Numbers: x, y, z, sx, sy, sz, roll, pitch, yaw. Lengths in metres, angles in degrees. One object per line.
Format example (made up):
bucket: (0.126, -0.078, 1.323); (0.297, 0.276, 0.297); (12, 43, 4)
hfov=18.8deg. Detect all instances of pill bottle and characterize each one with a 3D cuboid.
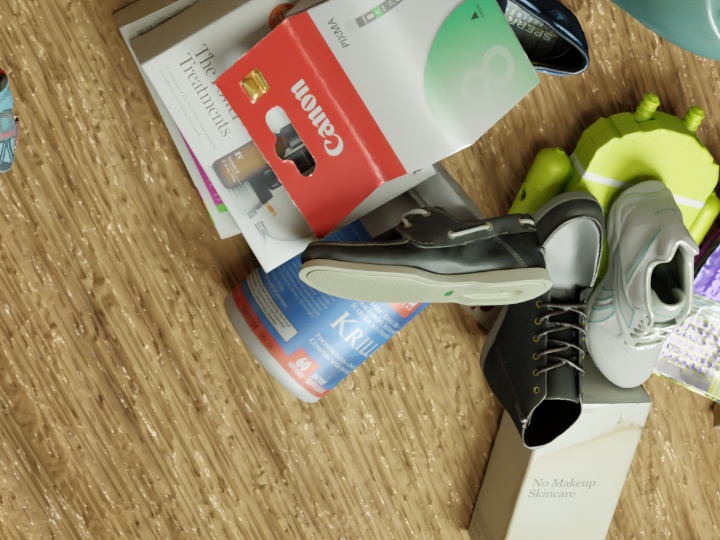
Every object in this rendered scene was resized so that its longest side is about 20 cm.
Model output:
pill bottle: (0.000, 0.000, 1.695); (0.200, 0.112, 0.112); (-41, 126, 8)

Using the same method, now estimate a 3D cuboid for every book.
book: (-0.085, -0.132, 1.620); (0.133, 0.048, 0.201); (-25, 125, -3)

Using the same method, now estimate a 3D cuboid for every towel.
towel: (0.335, 0.031, 1.835); (0.143, 0.023, 0.200); (27, 118, -14)

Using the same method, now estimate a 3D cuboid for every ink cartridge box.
ink cartridge box: (0.016, -0.137, 1.540); (0.200, 0.050, 0.161); (-44, 124, -15)

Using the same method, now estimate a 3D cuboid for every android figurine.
android figurine: (0.214, -0.054, 1.778); (0.181, 0.041, 0.201); (11, 120, -26)

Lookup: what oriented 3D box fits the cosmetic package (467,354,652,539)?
cosmetic package: (0.172, 0.174, 1.894); (0.103, 0.073, 0.201); (0, 124, -20)

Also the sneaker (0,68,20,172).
sneaker: (-0.335, -0.073, 1.539); (0.199, 0.079, 0.096); (-19, 128, -9)

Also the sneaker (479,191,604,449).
sneaker: (0.162, 0.041, 1.738); (0.074, 0.106, 0.201); (3, 125, -21)

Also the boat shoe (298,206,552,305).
boat shoe: (0.045, -0.013, 1.611); (0.199, 0.068, 0.072); (0, 163, -23)

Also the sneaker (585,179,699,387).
sneaker: (0.230, 0.028, 1.769); (0.070, 0.080, 0.201); (-12, 132, -17)

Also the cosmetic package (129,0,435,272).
cosmetic package: (-0.054, -0.118, 1.585); (0.150, 0.052, 0.201); (-31, 122, -1)

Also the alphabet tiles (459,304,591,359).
alphabet tiles: (0.202, 0.024, 1.855); (0.167, 0.008, 0.200); (-43, 127, 8)

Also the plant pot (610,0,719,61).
plant pot: (0.278, -0.247, 1.613); (0.199, 0.161, 0.202); (-10, 125, -14)

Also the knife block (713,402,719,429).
knife block: (0.408, 0.103, 1.881); (0.064, 0.176, 0.201); (16, 115, -28)

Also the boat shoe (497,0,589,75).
boat shoe: (0.092, -0.197, 1.629); (0.199, 0.069, 0.085); (8, 118, -25)
